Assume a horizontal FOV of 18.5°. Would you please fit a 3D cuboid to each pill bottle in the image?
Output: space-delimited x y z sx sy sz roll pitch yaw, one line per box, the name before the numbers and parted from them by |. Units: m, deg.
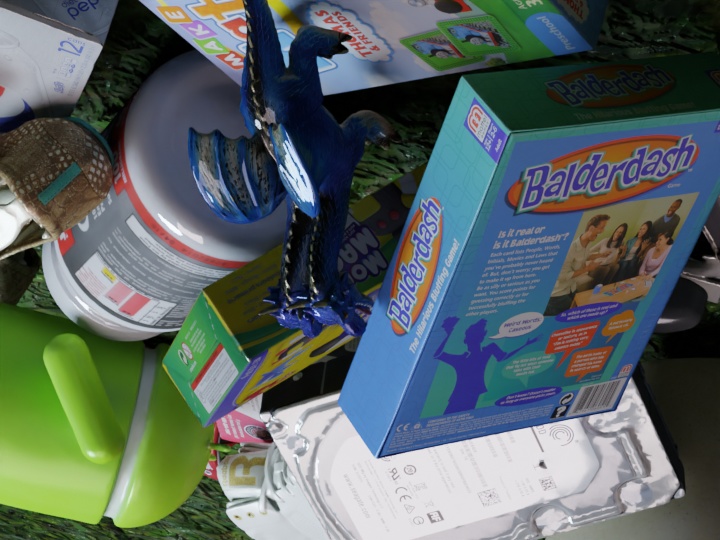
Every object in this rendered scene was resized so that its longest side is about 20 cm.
pill bottle | -0.100 -0.033 1.192 0.116 0.116 0.200 22 154 -17

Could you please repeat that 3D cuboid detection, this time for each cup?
cup | 0.204 0.129 1.310 0.200 0.143 0.200 1 169 0

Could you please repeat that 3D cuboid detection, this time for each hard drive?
hard drive | 0.063 0.093 1.211 0.200 0.038 0.140 -18 122 15

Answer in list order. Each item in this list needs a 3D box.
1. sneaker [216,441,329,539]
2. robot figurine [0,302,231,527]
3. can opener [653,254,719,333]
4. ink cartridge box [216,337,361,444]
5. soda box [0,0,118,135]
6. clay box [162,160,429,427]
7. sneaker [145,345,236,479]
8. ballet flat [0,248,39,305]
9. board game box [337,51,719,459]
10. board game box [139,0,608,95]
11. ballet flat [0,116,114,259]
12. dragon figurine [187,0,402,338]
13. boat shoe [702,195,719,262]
sneaker | -0.040 0.128 1.349 0.116 0.074 0.200 4 153 16
robot figurine | -0.178 0.087 1.313 0.200 0.116 0.175 14 171 -9
can opener | 0.214 0.025 1.198 0.200 0.067 0.053 18 157 9
ink cartridge box | 0.010 0.064 1.375 0.200 0.084 0.145 11 155 9
soda box | -0.171 -0.110 1.126 0.063 0.068 0.200 20 156 -11
clay box | 0.000 0.000 1.137 0.048 0.200 0.115 57 156 9
sneaker | -0.144 0.119 1.593 0.112 0.071 0.200 20 153 -5
ballet flat | -0.244 -0.038 1.313 0.071 0.065 0.200 38 166 24
board game box | 0.087 -0.007 1.042 0.152 0.045 0.200 -8 135 -33
board game box | -0.011 -0.140 1.012 0.200 0.037 0.151 -5 149 39
ballet flat | -0.203 -0.029 1.146 0.071 0.065 0.200 49 143 -14
dragon figurine | -0.038 -0.057 1.002 0.059 0.099 0.200 -2 134 31
boat shoe | 0.220 -0.003 1.103 0.200 0.063 0.073 43 136 -21
